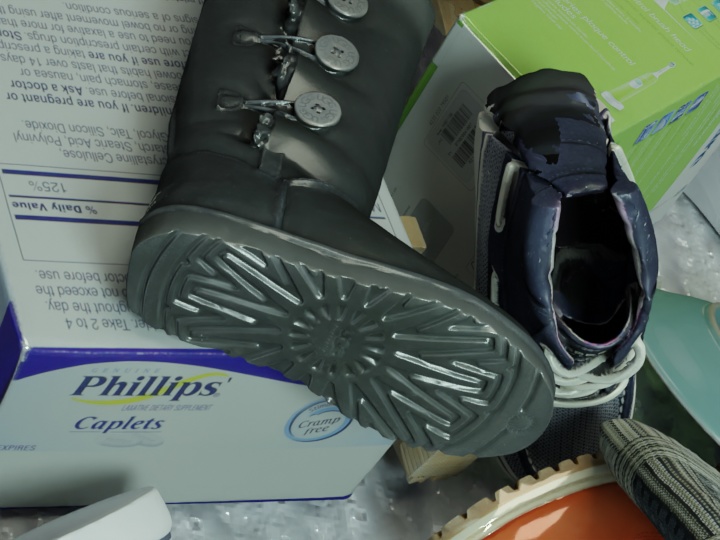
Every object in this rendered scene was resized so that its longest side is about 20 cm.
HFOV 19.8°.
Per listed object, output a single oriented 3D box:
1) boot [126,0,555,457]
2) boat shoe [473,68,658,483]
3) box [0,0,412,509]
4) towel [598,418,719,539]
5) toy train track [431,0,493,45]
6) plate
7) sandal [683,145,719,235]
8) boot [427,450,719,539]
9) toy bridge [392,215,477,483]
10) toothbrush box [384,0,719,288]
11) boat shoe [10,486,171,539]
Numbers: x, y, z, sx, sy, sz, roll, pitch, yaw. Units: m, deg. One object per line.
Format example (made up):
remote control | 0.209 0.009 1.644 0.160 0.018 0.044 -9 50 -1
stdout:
boot | 0.004 -0.038 0.784 0.164 0.066 0.200 26 37 -13
boat shoe | 0.081 0.029 0.822 0.074 0.201 0.093 -11 31 -2
box | -0.088 -0.015 0.821 0.183 0.105 0.201 2 50 -32
towel | 0.186 0.138 0.751 0.200 0.035 0.193 39 5 -14
toy train track | -0.002 -0.146 0.957 0.199 0.033 0.115 24 35 -27
plate | 0.202 0.068 0.931 0.200 0.026 0.200 36 17 -13
sandal | 0.203 -0.065 1.075 0.207 0.079 0.059 45 45 15
boot | 0.120 0.134 0.842 0.199 0.075 0.108 4 54 -31
toy bridge | 0.000 0.000 0.889 0.027 0.067 0.201 -3 61 -33
toothbrush box | 0.098 -0.066 0.958 0.086 0.146 0.200 47 44 15
boat shoe | -0.127 0.141 0.690 0.200 0.071 0.070 -34 100 -50
